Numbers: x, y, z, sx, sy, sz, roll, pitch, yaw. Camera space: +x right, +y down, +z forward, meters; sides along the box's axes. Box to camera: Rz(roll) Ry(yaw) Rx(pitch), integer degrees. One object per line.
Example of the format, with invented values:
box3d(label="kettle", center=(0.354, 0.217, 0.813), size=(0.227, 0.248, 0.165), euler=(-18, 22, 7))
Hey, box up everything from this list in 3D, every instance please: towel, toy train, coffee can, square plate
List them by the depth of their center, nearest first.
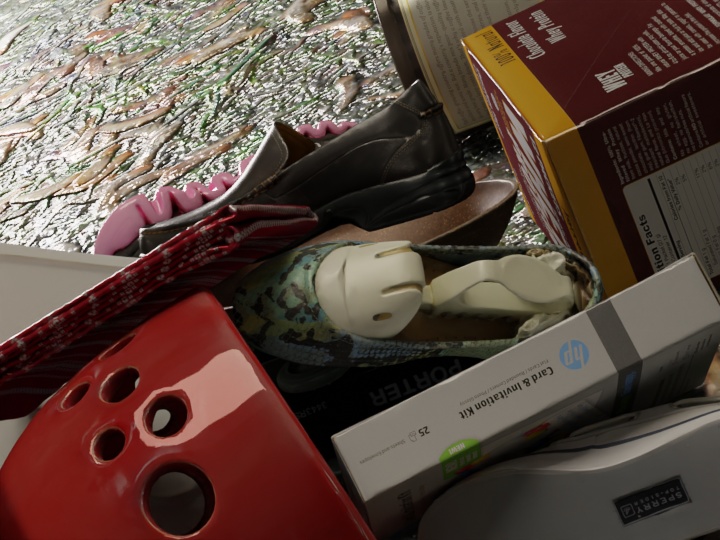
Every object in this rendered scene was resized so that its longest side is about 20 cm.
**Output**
box3d(label="towel", center=(-0.122, 0.024, 1.250), size=(0.199, 0.023, 0.145), euler=(-31, -6, 13))
box3d(label="square plate", center=(-0.160, 0.064, 1.370), size=(0.199, 0.028, 0.199), euler=(6, 54, -17))
box3d(label="toy train", center=(0.029, 0.045, 1.394), size=(0.199, 0.086, 0.114), euler=(-22, 22, 4))
box3d(label="coffee can", center=(0.121, -0.186, 1.683), size=(0.199, 0.147, 0.147), euler=(-19, 26, 11))

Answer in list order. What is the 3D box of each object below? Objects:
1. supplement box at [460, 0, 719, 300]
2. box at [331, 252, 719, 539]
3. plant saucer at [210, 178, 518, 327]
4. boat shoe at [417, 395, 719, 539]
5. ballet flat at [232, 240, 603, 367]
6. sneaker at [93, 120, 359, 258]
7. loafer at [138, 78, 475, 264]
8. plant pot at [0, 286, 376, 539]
box3d(label="supplement box", center=(0.192, -0.094, 1.456), size=(0.199, 0.133, 0.197), euler=(-25, 25, -1))
box3d(label="box", center=(0.085, 0.070, 1.244), size=(0.199, 0.041, 0.156), euler=(-25, -15, -4))
box3d(label="plant saucer", center=(0.000, 0.000, 1.379), size=(0.199, 0.037, 0.200), euler=(-19, 10, 3))
box3d(label="boat shoe", center=(0.127, 0.110, 1.213), size=(0.199, 0.074, 0.065), euler=(-14, 10, 17))
box3d(label="ballet flat", center=(0.035, 0.010, 1.249), size=(0.199, 0.075, 0.074), euler=(-1, 16, -25))
box3d(label="sneaker", center=(-0.059, -0.020, 1.505), size=(0.199, 0.079, 0.096), euler=(-25, 64, -18))
box3d(label="loafer", center=(-0.037, -0.050, 1.393), size=(0.199, 0.073, 0.073), euler=(-16, 8, 10))
box3d(label="plant pot", center=(-0.094, 0.138, 1.198), size=(0.182, 0.201, 0.200), euler=(-34, 26, -6))
